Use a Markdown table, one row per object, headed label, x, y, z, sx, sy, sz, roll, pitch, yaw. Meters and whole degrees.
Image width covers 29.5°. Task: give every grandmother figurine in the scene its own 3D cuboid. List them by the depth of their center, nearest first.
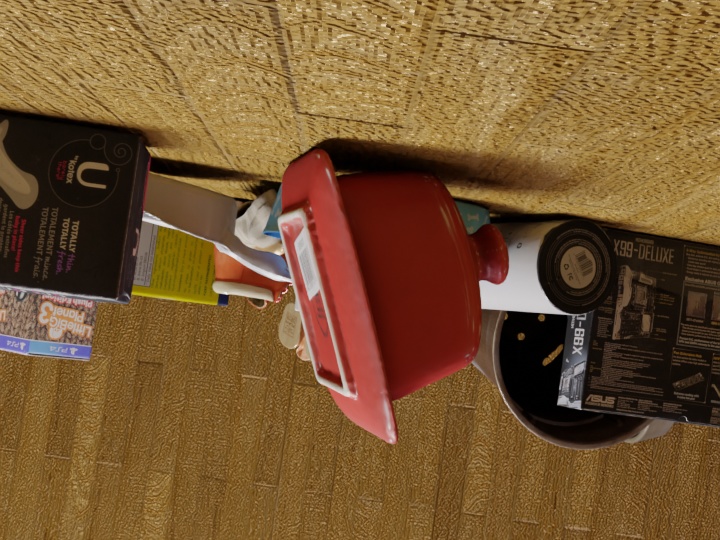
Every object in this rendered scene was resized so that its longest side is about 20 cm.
| label | x | y | z | sx | sy | sz | roll | pitch | yaw |
| --- | --- | --- | --- | --- | --- | --- | --- | --- | --- |
| grandmother figurine | 0.016 | 0.053 | 1.325 | 0.200 | 0.061 | 0.121 | -1 | -154 | -41 |

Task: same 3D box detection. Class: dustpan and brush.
| label | x | y | z | sx | sy | sz | roll | pitch | yaw |
| --- | --- | --- | --- | --- | --- | --- | --- | --- | --- |
| dustpan and brush | -0.131 | -0.039 | 1.151 | 0.200 | 0.057 | 0.140 | 16 | 180 | 24 |

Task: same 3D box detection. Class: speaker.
| label | x | y | z | sx | sy | sz | roll | pitch | yaw |
| --- | --- | --- | --- | --- | --- | --- | --- | --- | --- |
| speaker | 0.136 | -0.004 | 1.206 | 0.081 | 0.081 | 0.200 | 9 | 176 | -25 |

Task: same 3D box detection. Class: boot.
| label | x | y | z | sx | sy | sz | roll | pitch | yaw |
| --- | --- | --- | --- | --- | --- | --- | --- | --- | --- |
| boot | -0.088 | -0.011 | 1.463 | 0.075 | 0.107 | 0.200 | 4 | 177 | 36 |

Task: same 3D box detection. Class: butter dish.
| label | x | y | z | sx | sy | sz | roll | pitch | yaw |
| --- | --- | --- | --- | --- | --- | --- | --- | --- | --- |
| butter dish | 0.033 | 0.004 | 0.964 | 0.148 | 0.200 | 0.200 | -15 | -178 | -10 |

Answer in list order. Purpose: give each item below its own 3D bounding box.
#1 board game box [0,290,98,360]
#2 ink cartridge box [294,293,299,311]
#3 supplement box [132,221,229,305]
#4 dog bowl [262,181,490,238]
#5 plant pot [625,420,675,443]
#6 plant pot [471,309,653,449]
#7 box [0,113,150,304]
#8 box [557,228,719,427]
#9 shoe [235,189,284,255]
| label | x | y | z | sx | sy | sz | roll | pitch | yaw |
| --- | --- | --- | --- | --- | --- | --- | --- | --- | --- |
| board game box | -0.421 | 0.007 | 1.778 | 0.159 | 0.200 | 0.097 | 4 | 176 | 44 |
| ink cartridge box | 0.000 | 0.000 | 1.276 | 0.116 | 0.068 | 0.200 | 8 | -166 | -1 |
| supplement box | -0.243 | -0.030 | 1.446 | 0.200 | 0.109 | 0.109 | 10 | 176 | -36 |
| dog bowl | 0.019 | -0.039 | 1.133 | 0.200 | 0.050 | 0.111 | 10 | 177 | -21 |
| plant pot | 0.374 | 0.089 | 1.599 | 0.173 | 0.200 | 0.200 | -8 | -179 | -12 |
| plant pot | 0.198 | 0.062 | 1.396 | 0.200 | 0.201 | 0.198 | 9 | -176 | -14 |
| box | -0.261 | -0.048 | 0.991 | 0.200 | 0.122 | 0.106 | 8 | 177 | -4 |
| box | 0.282 | 0.055 | 1.205 | 0.200 | 0.158 | 0.050 | 8 | 177 | -15 |
| shoe | -0.085 | -0.050 | 1.264 | 0.053 | 0.070 | 0.200 | 52 | 173 | -9 |
